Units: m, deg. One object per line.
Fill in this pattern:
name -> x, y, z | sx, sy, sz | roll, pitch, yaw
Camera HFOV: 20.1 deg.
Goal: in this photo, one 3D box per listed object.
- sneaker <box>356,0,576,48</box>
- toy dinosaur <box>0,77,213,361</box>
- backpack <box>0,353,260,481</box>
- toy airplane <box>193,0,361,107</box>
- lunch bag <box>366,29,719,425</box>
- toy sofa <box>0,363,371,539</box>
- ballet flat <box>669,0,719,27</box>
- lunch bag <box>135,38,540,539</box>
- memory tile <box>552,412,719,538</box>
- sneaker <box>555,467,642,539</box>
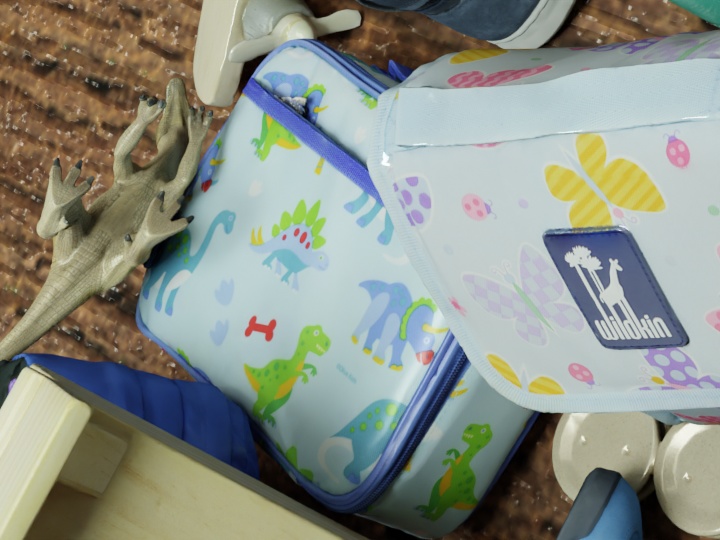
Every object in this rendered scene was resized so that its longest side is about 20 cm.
sneaker -> 0.050, -0.195, 0.815 | 0.077, 0.145, 0.204 | 36, 111, 47
toy dinosaur -> -0.110, -0.010, 0.857 | 0.200, 0.058, 0.101 | -53, -1, -28
backpack -> -0.103, 0.141, 0.826 | 0.162, 0.166, 0.202 | -32, 55, 57
toy airplane -> -0.036, -0.202, 0.946 | 0.200, 0.140, 0.201 | 118, 160, -58
lunch bag -> 0.118, -0.014, 0.655 | 0.169, 0.199, 0.128 | -3, 71, 42
toy sofa -> -0.052, 0.116, 0.730 | 0.083, 0.199, 0.097 | -61, 22, -5
ballet flat -> 0.190, -0.130, 0.744 | 0.199, 0.070, 0.068 | -6, 64, 48
lunch bag -> 0.000, 0.000, 0.856 | 0.162, 0.082, 0.200 | -57, 44, 9
memory tile -> 0.167, 0.032, 0.747 | 0.199, 0.017, 0.155 | 12, 83, 44
sneaker -> 0.085, 0.176, 0.742 | 0.078, 0.066, 0.202 | 14, 78, 10
